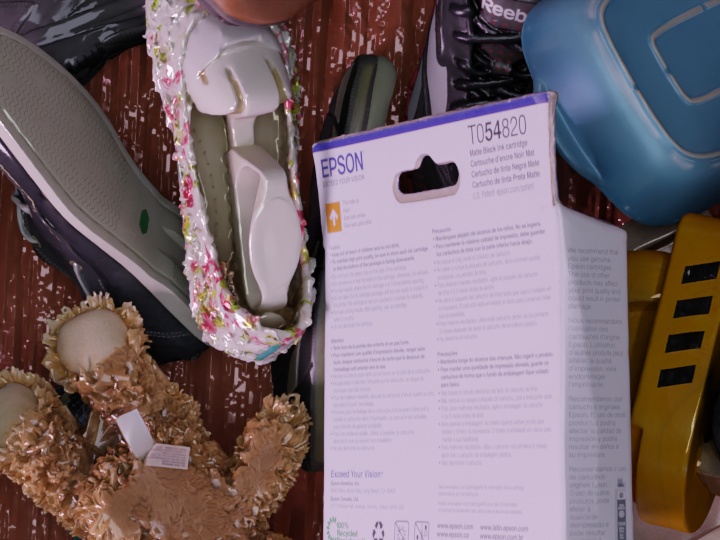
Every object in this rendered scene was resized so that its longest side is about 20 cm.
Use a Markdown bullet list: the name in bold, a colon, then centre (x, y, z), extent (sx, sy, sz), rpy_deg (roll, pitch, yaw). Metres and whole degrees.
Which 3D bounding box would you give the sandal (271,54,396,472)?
- **sandal**: centre (0.000, -0.001, 1.271), extent (0.057, 0.080, 0.202), rpy_deg (12, 92, -16)

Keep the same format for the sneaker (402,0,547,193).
- **sneaker**: centre (0.062, -0.100, 1.256), extent (0.070, 0.098, 0.202), rpy_deg (9, 94, -4)

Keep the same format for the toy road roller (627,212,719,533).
- **toy road roller**: centre (0.154, 0.012, 1.144), extent (0.145, 0.123, 0.201), rpy_deg (12, 79, 17)

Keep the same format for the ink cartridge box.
- **ink cartridge box**: centre (0.044, 0.035, 1.122), extent (0.040, 0.199, 0.201), rpy_deg (0, 87, -30)

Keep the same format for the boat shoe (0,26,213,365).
- **boat shoe**: centre (-0.135, -0.028, 1.239), extent (0.067, 0.072, 0.200), rpy_deg (-20, 126, 28)

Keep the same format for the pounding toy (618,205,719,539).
- **pounding toy**: centre (0.150, 0.080, 1.262), extent (0.199, 0.142, 0.185), rpy_deg (-28, 79, -3)

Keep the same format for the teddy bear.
- **teddy bear**: centre (-0.090, 0.106, 1.224), extent (0.199, 0.067, 0.146), rpy_deg (30, 75, -3)

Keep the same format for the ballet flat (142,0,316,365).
- **ballet flat**: centre (-0.050, -0.056, 1.200), extent (0.075, 0.064, 0.201), rpy_deg (-13, 98, -23)

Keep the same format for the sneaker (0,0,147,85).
- **sneaker**: centre (-0.113, -0.146, 1.263), extent (0.199, 0.076, 0.091), rpy_deg (-23, 87, -2)

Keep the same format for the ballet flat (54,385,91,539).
- **ballet flat**: centre (-0.092, 0.138, 1.273), extent (0.074, 0.074, 0.201), rpy_deg (-35, 94, 0)

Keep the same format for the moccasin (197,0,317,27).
- **moccasin**: centre (-0.011, -0.162, 1.193), extent (0.078, 0.201, 0.074), rpy_deg (-40, 80, 40)

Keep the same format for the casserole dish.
- **casserole dish**: centre (0.156, -0.096, 1.224), extent (0.039, 0.200, 0.122), rpy_deg (-34, 85, 45)
